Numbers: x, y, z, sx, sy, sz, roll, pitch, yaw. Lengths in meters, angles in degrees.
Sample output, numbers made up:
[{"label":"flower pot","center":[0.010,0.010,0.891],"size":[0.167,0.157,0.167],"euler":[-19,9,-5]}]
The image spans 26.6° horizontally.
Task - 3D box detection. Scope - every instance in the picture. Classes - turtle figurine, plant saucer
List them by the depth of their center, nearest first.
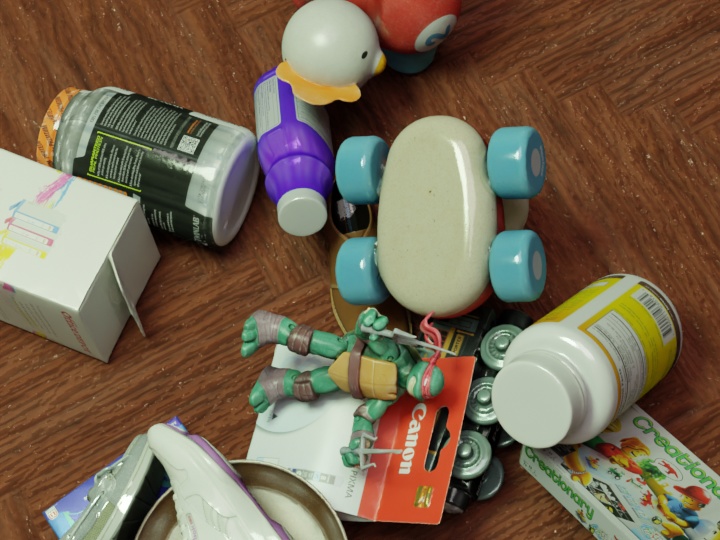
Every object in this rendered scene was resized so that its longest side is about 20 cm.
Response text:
[{"label":"plant saucer","center":[-0.102,0.265,1.307],"size":[0.198,0.035,0.202],"euler":[-3,71,10]},{"label":"turtle figurine","center":[-0.002,0.093,1.319],"size":[0.198,0.101,0.151],"euler":[8,107,23]}]

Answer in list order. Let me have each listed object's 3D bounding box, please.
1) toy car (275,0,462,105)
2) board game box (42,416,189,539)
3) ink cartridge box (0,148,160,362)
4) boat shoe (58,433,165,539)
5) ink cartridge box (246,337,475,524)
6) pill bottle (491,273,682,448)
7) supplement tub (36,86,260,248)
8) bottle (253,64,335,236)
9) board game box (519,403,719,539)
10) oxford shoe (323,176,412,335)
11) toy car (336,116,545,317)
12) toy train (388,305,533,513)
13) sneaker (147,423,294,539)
[{"label":"toy car","center":[-0.003,-0.228,1.476],"size":[0.175,0.185,0.201],"euler":[19,61,2]},{"label":"board game box","center":[-0.170,0.256,1.370],"size":[0.152,0.045,0.200],"euler":[-36,69,-11]},{"label":"ink cartridge box","center":[-0.291,-0.012,1.455],"size":[0.199,0.129,0.126],"euler":[20,69,12]},{"label":"boat shoe","center":[-0.235,0.226,1.326],"size":[0.064,0.074,0.203],"euler":[27,79,11]},{"label":"ink cartridge box","center":[-0.006,0.141,1.363],"size":[0.199,0.047,0.161],"euler":[-3,62,35]},{"label":"pill bottle","center":[0.197,0.082,1.335],"size":[0.109,0.110,0.200],"euler":[39,36,19]},{"label":"supplement tub","center":[-0.208,-0.107,1.493],"size":[0.198,0.123,0.123],"euler":[19,68,12]},{"label":"bottle","center":[-0.062,-0.115,1.474],"size":[0.065,0.084,0.201],"euler":[-27,41,17]},{"label":"board game box","center":[0.248,0.195,1.311],"size":[0.125,0.035,0.200],"euler":[-17,42,-31]},{"label":"oxford shoe","center":[0.000,0.000,1.459],"size":[0.071,0.071,0.201],"euler":[-16,67,-5]},{"label":"toy car","center":[0.101,-0.044,1.414],"size":[0.183,0.200,0.179],"euler":[-2,87,27]},{"label":"toy train","center":[0.090,0.121,1.395],"size":[0.113,0.085,0.201],"euler":[13,70,24]},{"label":"sneaker","center":[-0.128,0.215,1.271],"size":[0.099,0.075,0.200],"euler":[-40,70,-5]}]
